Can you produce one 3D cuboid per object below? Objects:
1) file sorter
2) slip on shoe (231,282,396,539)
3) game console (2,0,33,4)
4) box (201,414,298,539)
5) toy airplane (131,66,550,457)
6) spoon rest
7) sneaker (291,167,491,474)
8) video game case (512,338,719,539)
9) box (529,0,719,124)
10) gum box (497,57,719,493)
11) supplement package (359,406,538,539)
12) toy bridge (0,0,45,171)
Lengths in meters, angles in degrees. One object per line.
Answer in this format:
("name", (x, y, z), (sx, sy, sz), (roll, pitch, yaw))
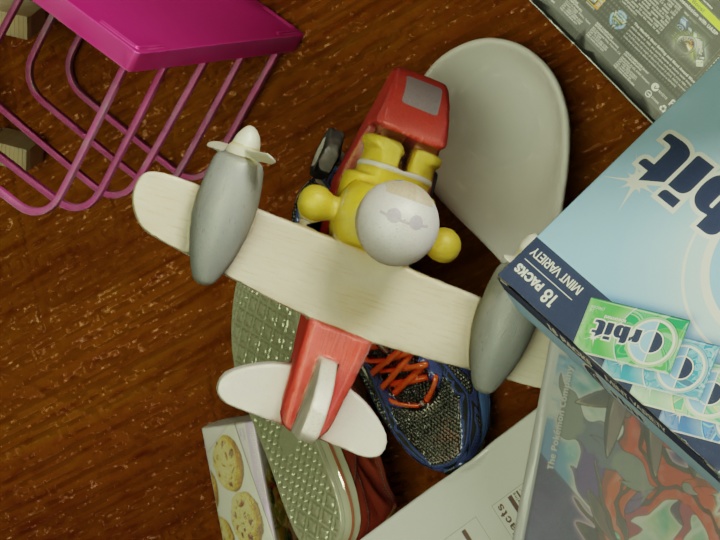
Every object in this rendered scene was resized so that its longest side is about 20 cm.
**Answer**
("file sorter", (-0.157, -0.120, 1.256), (0.139, 0.200, 0.126), (37, 112, 16))
("slip on shoe", (-0.028, 0.073, 1.300), (0.074, 0.061, 0.202), (-33, 69, 43))
("game console", (-0.279, -0.242, 1.365), (0.176, 0.031, 0.201), (-28, 97, 33))
("box", (-0.056, 0.189, 1.333), (0.041, 0.039, 0.202), (-9, 92, 25))
("toy airplane", (0.000, 0.000, 1.148), (0.200, 0.199, 0.141), (64, 158, 8))
("spoon rest", (0.096, -0.038, 1.227), (0.099, 0.061, 0.201), (-29, 85, 24))
("sneaker", (0.010, 0.031, 1.264), (0.075, 0.078, 0.201), (-31, 83, 24))
("video game case", (0.165, 0.131, 1.095), (0.181, 0.023, 0.202), (12, 93, 30))
("box", (0.198, -0.160, 1.177), (0.200, 0.044, 0.160), (46, 111, 12))
("gum box", (0.196, -0.010, 1.073), (0.200, 0.045, 0.170), (-44, 54, -5))
("supplement package", (0.118, 0.136, 1.209), (0.200, 0.114, 0.110), (-39, 79, 23))
("toy bridge", (-0.232, -0.163, 1.341), (0.067, 0.027, 0.202), (14, 120, 17))
